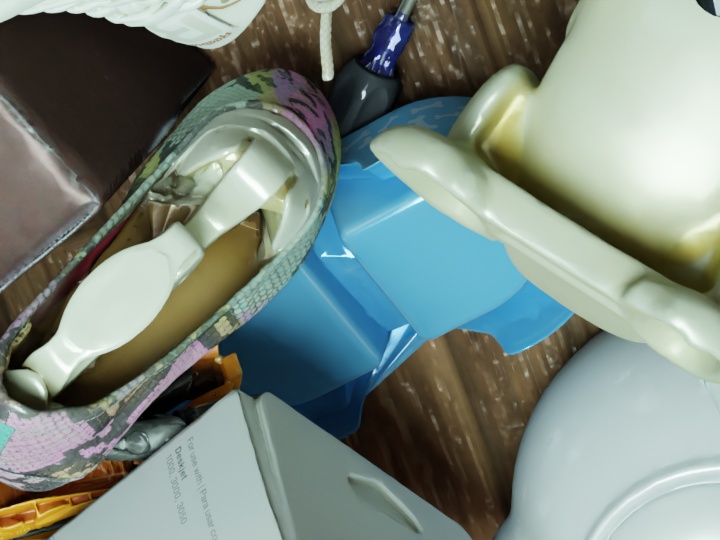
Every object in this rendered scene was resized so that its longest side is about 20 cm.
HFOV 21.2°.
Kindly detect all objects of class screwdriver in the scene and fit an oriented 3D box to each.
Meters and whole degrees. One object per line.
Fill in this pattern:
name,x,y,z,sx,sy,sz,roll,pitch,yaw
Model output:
screwdriver,0.026,-0.114,0.762,0.028,0.029,0.201,43,117,27

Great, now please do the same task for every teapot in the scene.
teapot,0.152,0.112,0.764,0.197,0.146,0.200,31,113,-3

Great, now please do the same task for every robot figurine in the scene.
robot figurine,-0.123,0.077,0.738,0.199,0.145,0.058,-15,75,-11

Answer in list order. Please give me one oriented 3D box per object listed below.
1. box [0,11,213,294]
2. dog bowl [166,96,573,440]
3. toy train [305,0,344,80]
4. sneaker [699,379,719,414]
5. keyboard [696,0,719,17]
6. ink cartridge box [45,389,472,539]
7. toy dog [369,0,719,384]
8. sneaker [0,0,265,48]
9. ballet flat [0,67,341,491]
box,-0.195,-0.080,0.743,0.164,0.166,0.200,-38,100,22
dog bowl,0.000,0.000,0.787,0.199,0.050,0.112,-28,123,19
toy train,0.004,-0.173,0.661,0.084,0.116,0.201,5,87,-1
sneaker,0.223,0.039,0.695,0.199,0.071,0.073,-9,143,-1
keyboard,0.093,-0.160,0.510,0.104,0.040,0.201,-13,104,15
ink cartridge box,-0.061,0.155,0.704,0.200,0.085,0.144,-40,132,16
toy dog,0.131,-0.071,0.656,0.139,0.194,0.200,33,89,25
sneaker,-0.075,-0.111,0.692,0.073,0.200,0.085,-5,113,37
ballet flat,-0.062,-0.007,0.673,0.069,0.200,0.071,41,152,-1
